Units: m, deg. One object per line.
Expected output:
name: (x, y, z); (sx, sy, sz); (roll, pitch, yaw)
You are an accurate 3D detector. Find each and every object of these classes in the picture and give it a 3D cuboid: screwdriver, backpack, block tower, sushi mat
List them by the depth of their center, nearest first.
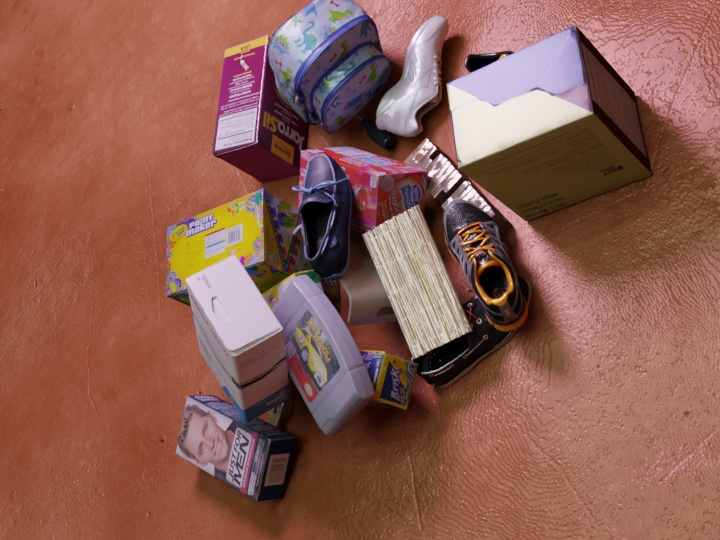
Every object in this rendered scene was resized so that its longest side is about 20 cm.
sushi mat: (0.078, 0.015, 1.591); (0.095, 0.012, 0.202); (-29, 72, 20)
block tower: (0.144, -0.111, 1.675); (0.058, 0.054, 0.201); (-46, 52, 14)
backpack: (-0.043, -0.330, 1.795); (0.183, 0.200, 0.147); (-41, 71, -5)
screwdriver: (-0.005, -0.250, 1.865); (0.029, 0.028, 0.200); (-35, 46, -15)

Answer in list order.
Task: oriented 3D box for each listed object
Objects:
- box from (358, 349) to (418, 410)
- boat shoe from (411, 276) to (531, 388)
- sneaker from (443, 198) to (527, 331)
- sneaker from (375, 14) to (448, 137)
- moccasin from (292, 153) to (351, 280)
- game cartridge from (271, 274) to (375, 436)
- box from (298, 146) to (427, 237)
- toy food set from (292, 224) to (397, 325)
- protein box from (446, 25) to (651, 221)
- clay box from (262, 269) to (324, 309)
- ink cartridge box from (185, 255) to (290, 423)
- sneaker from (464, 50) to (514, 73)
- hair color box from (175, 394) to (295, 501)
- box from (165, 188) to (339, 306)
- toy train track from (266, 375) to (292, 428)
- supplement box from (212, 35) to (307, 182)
box: (-0.005, 0.154, 1.635); (0.199, 0.064, 0.071); (-3, 69, 56)
boat shoe: (0.155, 0.082, 1.585); (0.201, 0.063, 0.074); (-45, 50, 13)
sneaker: (0.168, -0.018, 1.542); (0.078, 0.077, 0.201); (-29, 65, 6)
sneaker: (0.101, -0.300, 1.785); (0.080, 0.070, 0.202); (25, 91, 25)
moccasin: (-0.052, -0.088, 1.623); (0.080, 0.068, 0.202); (-26, 55, 24)
game cartridge: (-0.058, 0.114, 1.578); (0.201, 0.041, 0.133); (58, 136, 19)
box: (0.001, -0.122, 1.725); (0.199, 0.099, 0.097); (23, 116, 48)
toy food set: (0.000, 0.000, 1.689); (0.201, 0.142, 0.061); (55, 136, 38)
protein box: (0.253, -0.190, 1.527); (0.197, 0.199, 0.137); (-20, 61, 29)
clay box: (-0.118, 0.087, 1.705); (0.199, 0.047, 0.116); (-30, 75, 49)
ink cartridge box: (-0.171, 0.099, 1.610); (0.084, 0.201, 0.145); (-27, 61, -17)
sneaker: (0.238, -0.278, 1.646); (0.199, 0.090, 0.071); (13, 80, 40)
hair color box: (-0.196, 0.272, 1.759); (0.199, 0.060, 0.101); (19, 99, 41)
box: (-0.168, -0.011, 1.780); (0.198, 0.192, 0.123); (-18, 62, 30)
toy train track: (-0.108, 0.172, 1.768); (0.114, 0.032, 0.202); (17, 90, 43)
supplement box: (-0.164, -0.271, 1.924); (0.102, 0.130, 0.203); (-9, 67, 34)
